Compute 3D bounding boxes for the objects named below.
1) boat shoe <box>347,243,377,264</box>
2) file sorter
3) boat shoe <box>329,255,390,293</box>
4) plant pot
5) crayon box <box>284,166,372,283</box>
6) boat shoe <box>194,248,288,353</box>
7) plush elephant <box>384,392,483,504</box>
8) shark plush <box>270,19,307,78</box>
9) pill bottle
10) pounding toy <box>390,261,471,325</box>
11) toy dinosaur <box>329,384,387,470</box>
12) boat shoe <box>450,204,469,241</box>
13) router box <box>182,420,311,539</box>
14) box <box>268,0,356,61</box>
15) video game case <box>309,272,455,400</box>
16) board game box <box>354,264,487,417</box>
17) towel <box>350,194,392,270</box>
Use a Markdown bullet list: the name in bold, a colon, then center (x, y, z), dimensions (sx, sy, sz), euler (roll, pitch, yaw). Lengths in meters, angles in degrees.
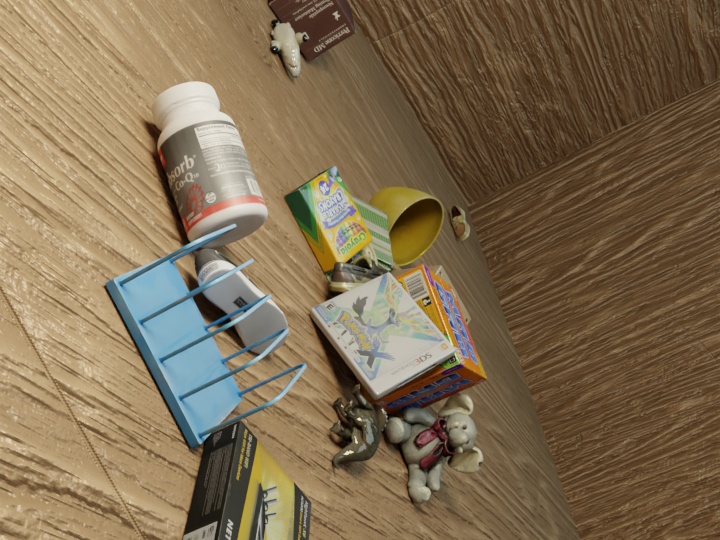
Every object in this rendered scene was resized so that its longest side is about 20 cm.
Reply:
- **boat shoe**: center (-0.002, 0.002, 1.593), dimensions (0.063, 0.072, 0.205), euler (40, 36, -65)
- **file sorter**: center (-0.165, 0.064, 0.868), dimensions (0.203, 0.121, 0.139), euler (63, 15, -5)
- **boat shoe**: center (0.008, 0.005, 1.474), dimensions (0.200, 0.071, 0.068), euler (-9, 107, -59)
- **plant pot**: center (0.096, -0.135, 1.952), dimensions (0.142, 0.201, 0.200), euler (42, 1, 35)
- **crayon box**: center (-0.053, -0.088, 1.502), dimensions (0.125, 0.051, 0.203), euler (-39, 106, -46)
- **boat shoe**: center (-0.163, 0.040, 1.025), dimensions (0.067, 0.070, 0.200), euler (52, 1, 41)
- **plush elephant**: center (0.157, 0.326, 1.454), dimensions (0.200, 0.152, 0.168), euler (-6, 75, -75)
- **shark plush**: center (-0.196, -0.561, 1.880), dimensions (0.201, 0.090, 0.084), euler (52, -15, 38)
- **pill bottle**: center (-0.211, -0.144, 1.041), dimensions (0.203, 0.114, 0.116), euler (68, 16, 12)
- **pounding toy**: center (0.125, 0.064, 1.728), dimensions (0.143, 0.198, 0.186), euler (-50, 119, -35)
- **toy dinosaur**: center (0.002, 0.254, 1.218), dimensions (0.102, 0.077, 0.201), euler (46, 16, -14)
- **boat shoe**: center (0.427, -0.210, 3.328), dimensions (0.066, 0.074, 0.202), euler (38, 27, -32)
- **router box**: center (-0.118, 0.289, 0.813), dimensions (0.158, 0.051, 0.201), euler (57, 18, -29)
- **box**: center (-0.134, -0.723, 2.066), dimensions (0.201, 0.164, 0.166), euler (50, 20, -40)
- **video game case**: center (0.038, 0.107, 1.316), dimensions (0.201, 0.180, 0.022), euler (49, -35, 27)
- **board game box**: center (0.099, 0.143, 1.467), dimensions (0.199, 0.197, 0.203), euler (33, 34, -62)
- **towel**: center (0.007, -0.096, 1.758), dimensions (0.151, 0.023, 0.202), euler (26, 35, -24)
